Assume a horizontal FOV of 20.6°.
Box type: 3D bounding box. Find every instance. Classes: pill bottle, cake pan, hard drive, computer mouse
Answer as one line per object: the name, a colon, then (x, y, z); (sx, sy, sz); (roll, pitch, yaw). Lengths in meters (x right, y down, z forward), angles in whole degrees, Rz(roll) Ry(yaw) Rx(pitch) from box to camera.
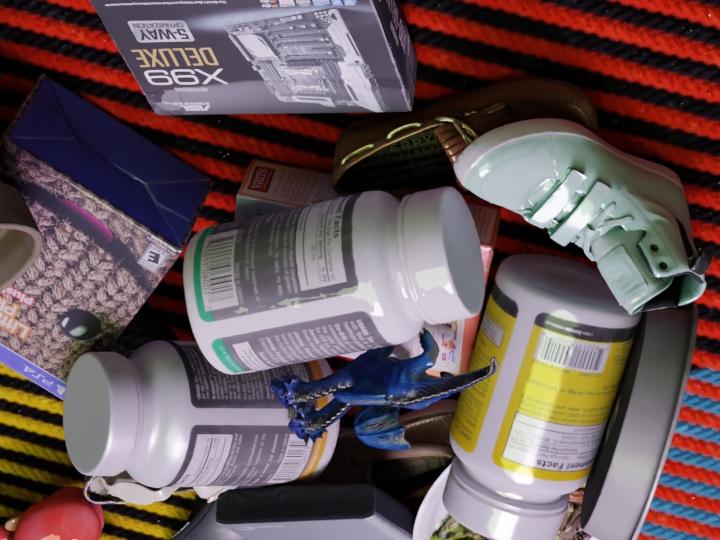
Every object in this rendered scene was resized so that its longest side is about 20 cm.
pill bottle: (0.133, 0.099, 1.500); (0.114, 0.114, 0.201); (17, 108, 1)
pill bottle: (-0.125, 0.113, 1.561); (0.199, 0.117, 0.117); (3, 136, -31)
pill bottle: (-0.018, 0.005, 1.434); (0.199, 0.113, 0.113); (-11, 123, 19)
cake pan: (0.205, 0.115, 1.475); (0.037, 0.201, 0.201); (16, 129, 3)
hard drive: (-0.017, 0.217, 1.648); (0.139, 0.033, 0.200); (-5, 158, 21)
computer mouse: (-0.115, 0.273, 1.774); (0.140, 0.046, 0.200); (33, 127, -9)

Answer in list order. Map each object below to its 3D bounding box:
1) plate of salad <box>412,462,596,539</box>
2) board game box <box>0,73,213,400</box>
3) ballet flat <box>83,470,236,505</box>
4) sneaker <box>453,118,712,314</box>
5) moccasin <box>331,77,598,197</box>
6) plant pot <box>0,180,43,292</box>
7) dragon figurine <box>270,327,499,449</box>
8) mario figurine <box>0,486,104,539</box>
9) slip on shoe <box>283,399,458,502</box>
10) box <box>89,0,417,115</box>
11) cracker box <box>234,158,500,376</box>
plate of salad: (0.140, 0.209, 1.620); (0.199, 0.048, 0.201); (-8, 123, -13)
board game box: (-0.238, -0.023, 1.550); (0.159, 0.097, 0.200); (32, 127, -10)
ballet flat: (-0.150, 0.169, 1.689); (0.199, 0.071, 0.069); (-14, 118, 23)
sneaker: (0.162, -0.033, 1.379); (0.200, 0.119, 0.074); (12, 135, -31)
moccasin: (0.073, -0.091, 1.431); (0.200, 0.078, 0.074); (-5, 124, 17)
plant pot: (-0.350, -0.058, 1.414); (0.200, 0.200, 0.174); (-34, 74, 32)
dragon figurine: (0.019, 0.095, 1.476); (0.199, 0.099, 0.059); (8, 135, 47)
mario figurine: (-0.286, 0.237, 1.777); (0.123, 0.107, 0.200); (5, 159, -36)
slip on shoe: (0.014, 0.171, 1.655); (0.199, 0.061, 0.076); (-22, 119, 27)
box: (-0.071, -0.170, 1.388); (0.199, 0.050, 0.158); (1, 153, 13)
cracker box: (0.000, 0.000, 1.532); (0.199, 0.058, 0.134); (12, 127, 4)
